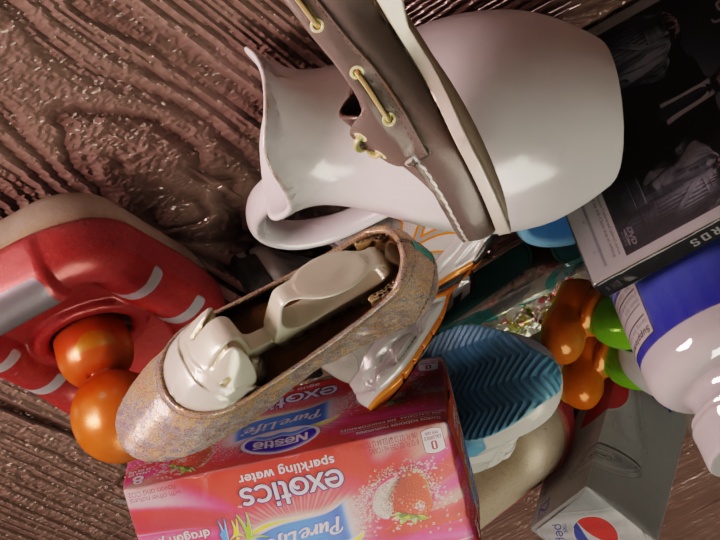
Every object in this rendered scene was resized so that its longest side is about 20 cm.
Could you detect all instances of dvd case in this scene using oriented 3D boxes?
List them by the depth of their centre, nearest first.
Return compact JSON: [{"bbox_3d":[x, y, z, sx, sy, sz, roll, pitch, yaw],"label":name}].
[{"bbox_3d":[0.195,-0.095,1.573,0.199,0.151,0.025,-29,150,17],"label":"dvd case"}]

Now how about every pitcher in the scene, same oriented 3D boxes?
[{"bbox_3d":[0.035,-0.067,1.556,0.199,0.122,0.172,-6,155,-9],"label":"pitcher"}]

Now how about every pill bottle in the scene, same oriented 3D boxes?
[{"bbox_3d":[0.202,0.012,1.616,0.111,0.201,0.112,-17,154,-8],"label":"pill bottle"}]

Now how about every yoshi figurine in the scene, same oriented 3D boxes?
[{"bbox_3d":[0.211,0.071,1.714,0.199,0.113,0.112,7,-162,23],"label":"yoshi figurine"}]

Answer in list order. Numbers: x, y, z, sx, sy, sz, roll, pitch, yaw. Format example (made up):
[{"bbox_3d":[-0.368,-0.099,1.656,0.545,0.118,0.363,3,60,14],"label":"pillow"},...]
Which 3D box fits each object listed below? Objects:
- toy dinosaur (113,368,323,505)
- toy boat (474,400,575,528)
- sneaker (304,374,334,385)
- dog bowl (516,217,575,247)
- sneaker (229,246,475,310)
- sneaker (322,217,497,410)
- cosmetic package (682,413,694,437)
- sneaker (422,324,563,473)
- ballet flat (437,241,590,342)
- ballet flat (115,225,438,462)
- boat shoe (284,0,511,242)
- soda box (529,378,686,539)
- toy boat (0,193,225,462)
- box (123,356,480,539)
[{"bbox_3d":[-0.098,0.082,1.824,0.199,0.077,0.102,-28,142,26],"label":"toy dinosaur"},{"bbox_3d":[0.071,0.103,1.946,0.200,0.131,0.131,-41,177,37],"label":"toy boat"},{"bbox_3d":[-0.035,0.139,1.779,0.200,0.100,0.071,-33,152,24],"label":"sneaker"},{"bbox_3d":[0.163,-0.080,1.699,0.200,0.050,0.111,-34,152,28],"label":"dog bowl"},{"bbox_3d":[0.000,0.000,1.732,0.115,0.076,0.200,-36,159,10],"label":"sneaker"},{"bbox_3d":[0.028,-0.024,1.638,0.201,0.092,0.076,-57,177,-10],"label":"sneaker"},{"bbox_3d":[0.303,0.011,1.848,0.166,0.168,0.199,-35,152,31],"label":"cosmetic package"},{"bbox_3d":[0.071,0.085,1.781,0.080,0.077,0.200,10,161,-31],"label":"sneaker"},{"bbox_3d":[0.131,0.005,1.803,0.199,0.076,0.064,-30,122,22],"label":"ballet flat"},{"bbox_3d":[-0.052,0.033,1.523,0.199,0.068,0.067,-32,157,-3],"label":"ballet flat"},{"bbox_3d":[0.013,-0.095,1.427,0.059,0.072,0.201,-28,112,5],"label":"boat shoe"},{"bbox_3d":[0.178,0.115,1.935,0.068,0.200,0.063,38,130,-13],"label":"soda box"},{"bbox_3d":[-0.149,0.049,1.607,0.130,0.131,0.200,-28,154,16],"label":"toy boat"},{"bbox_3d":[-0.033,0.132,1.683,0.199,0.096,0.100,-12,113,6],"label":"box"}]
